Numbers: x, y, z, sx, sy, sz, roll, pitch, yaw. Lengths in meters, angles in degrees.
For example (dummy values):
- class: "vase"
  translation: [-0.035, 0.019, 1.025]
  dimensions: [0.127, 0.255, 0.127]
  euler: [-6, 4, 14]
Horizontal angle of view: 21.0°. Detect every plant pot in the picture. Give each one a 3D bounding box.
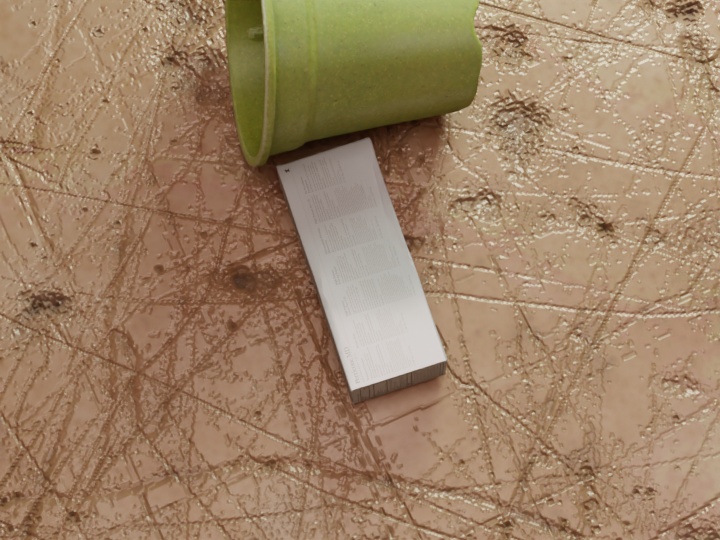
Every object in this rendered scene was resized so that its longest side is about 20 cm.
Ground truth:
- class: "plant pot"
  translation: [-0.005, -0.189, 1.573]
  dimensions: [0.184, 0.200, 0.201]
  euler: [-4, 72, -12]

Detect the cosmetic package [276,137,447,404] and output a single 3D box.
- class: "cosmetic package"
  translation: [0.000, 0.000, 1.572]
  dimensions: [0.082, 0.051, 0.200]
  euler: [-16, 73, -6]
